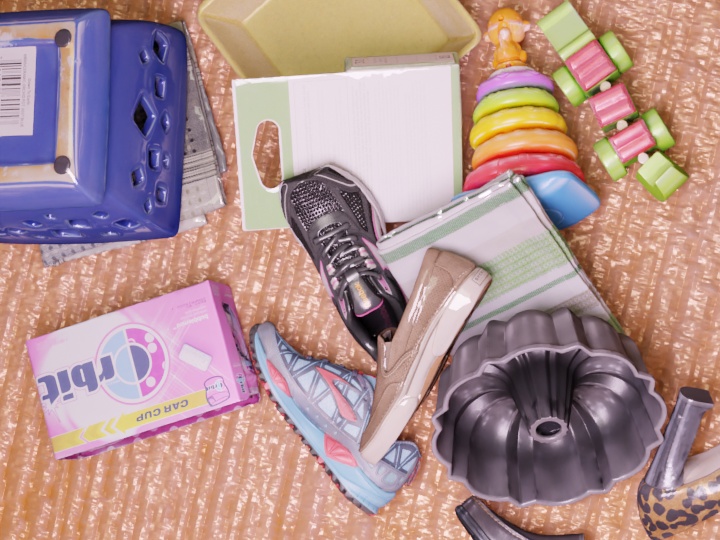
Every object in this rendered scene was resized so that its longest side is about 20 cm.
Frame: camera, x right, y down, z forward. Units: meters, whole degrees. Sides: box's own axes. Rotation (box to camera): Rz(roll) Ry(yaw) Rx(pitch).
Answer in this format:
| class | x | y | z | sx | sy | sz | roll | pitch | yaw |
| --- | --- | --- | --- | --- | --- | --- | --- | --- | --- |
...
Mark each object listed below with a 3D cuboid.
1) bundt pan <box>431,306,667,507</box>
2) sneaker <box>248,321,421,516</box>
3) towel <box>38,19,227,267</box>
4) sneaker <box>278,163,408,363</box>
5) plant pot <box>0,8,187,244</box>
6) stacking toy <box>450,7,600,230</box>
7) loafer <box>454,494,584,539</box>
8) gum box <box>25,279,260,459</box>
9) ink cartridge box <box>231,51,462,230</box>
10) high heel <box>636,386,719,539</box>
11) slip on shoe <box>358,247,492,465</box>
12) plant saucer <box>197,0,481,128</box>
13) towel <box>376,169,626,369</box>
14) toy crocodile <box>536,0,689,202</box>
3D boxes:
| class | x | y | z | sx | sy | sz | roll | pitch | yaw |
| --- | --- | --- | --- | --- | --- | --- | --- | --- | --- |
| bundt pan | 0.155 | 0.109 | 1.565 | 0.200 | 0.203 | 0.076 | -18 | 41 | 12 |
| sneaker | -0.021 | 0.118 | 1.661 | 0.095 | 0.079 | 0.200 | -38 | 85 | -5 |
| towel | -0.228 | -0.119 | 1.746 | 0.198 | 0.035 | 0.194 | -16 | 79 | 14 |
| sneaker | 0.000 | 0.000 | 1.605 | 0.080 | 0.086 | 0.201 | -31 | 111 | 9 |
| plant pot | -0.279 | -0.133 | 1.652 | 0.198 | 0.180 | 0.202 | -1 | 84 | 17 |
| stacking toy | 0.137 | -0.138 | 1.627 | 0.115 | 0.110 | 0.202 | -13 | 71 | 22 |
| loafer | 0.171 | 0.256 | 1.601 | 0.200 | 0.073 | 0.072 | 40 | 87 | 4 |
| gum box | -0.195 | 0.091 | 1.699 | 0.198 | 0.066 | 0.114 | -18 | 81 | 12 |
| ink cartridge box | -0.009 | -0.113 | 1.627 | 0.198 | 0.048 | 0.147 | -3 | 113 | 0 |
| high heel | 0.341 | 0.189 | 1.577 | 0.198 | 0.071 | 0.144 | 17 | 113 | 2 |
| slip on shoe | 0.040 | 0.073 | 1.569 | 0.060 | 0.076 | 0.201 | 31 | 116 | 6 |
| plant saucer | -0.017 | -0.220 | 1.689 | 0.200 | 0.048 | 0.200 | -39 | 77 | 8 |
| towel | 0.125 | 0.020 | 1.587 | 0.148 | 0.031 | 0.200 | -25 | 116 | 26 |
| toy crocodile | 0.220 | -0.147 | 1.618 | 0.067 | 0.062 | 0.201 | -30 | 79 | 10 |
